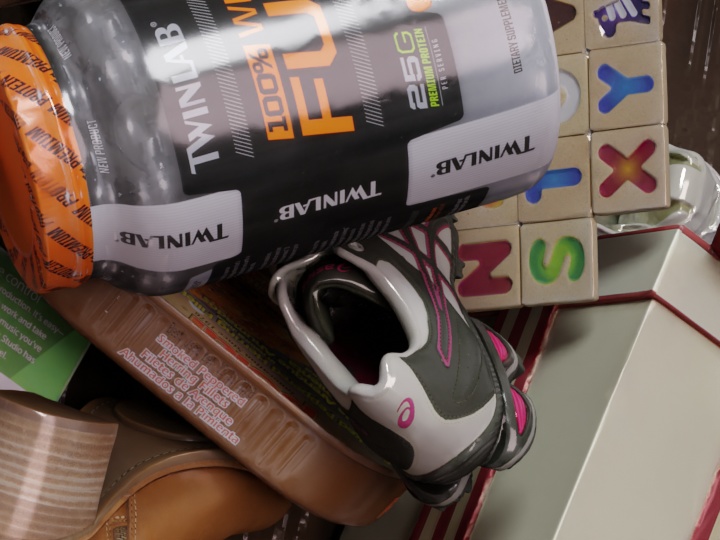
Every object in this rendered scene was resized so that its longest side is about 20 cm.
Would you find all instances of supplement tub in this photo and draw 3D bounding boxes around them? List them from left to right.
[{"bbox_3d":[-0.037,-0.063,1.038,0.199,0.122,0.123,-17,92,-17],"label":"supplement tub"}]

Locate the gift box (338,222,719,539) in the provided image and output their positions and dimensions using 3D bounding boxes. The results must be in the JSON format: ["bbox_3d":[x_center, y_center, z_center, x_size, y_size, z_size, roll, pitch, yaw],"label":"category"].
[{"bbox_3d":[0.111,0.077,1.188,0.200,0.184,0.187,38,66,-30],"label":"gift box"}]

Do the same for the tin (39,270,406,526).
[{"bbox_3d":[-0.058,0.026,1.127,0.200,0.112,0.042,40,101,-7],"label":"tin"}]

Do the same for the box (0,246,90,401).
[{"bbox_3d":[-0.204,0.062,1.083,0.144,0.036,0.201,38,66,-22],"label":"box"}]

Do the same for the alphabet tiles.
[{"bbox_3d":[0.035,-0.065,1.165,0.006,0.199,0.167,10,77,-58],"label":"alphabet tiles"}]

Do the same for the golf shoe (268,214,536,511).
[{"bbox_3d":[0.000,0.000,1.108,0.077,0.200,0.088,-42,138,9],"label":"golf shoe"}]

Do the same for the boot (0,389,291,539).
[{"bbox_3d":[-0.108,0.130,1.112,0.200,0.073,0.156,13,95,-55],"label":"boot"}]

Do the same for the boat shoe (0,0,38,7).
[{"bbox_3d":[-0.135,-0.126,1.057,0.076,0.200,0.072,49,59,-25],"label":"boat shoe"}]

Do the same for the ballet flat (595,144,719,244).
[{"bbox_3d":[0.114,-0.040,1.279,0.199,0.069,0.070,22,72,-28],"label":"ballet flat"}]
